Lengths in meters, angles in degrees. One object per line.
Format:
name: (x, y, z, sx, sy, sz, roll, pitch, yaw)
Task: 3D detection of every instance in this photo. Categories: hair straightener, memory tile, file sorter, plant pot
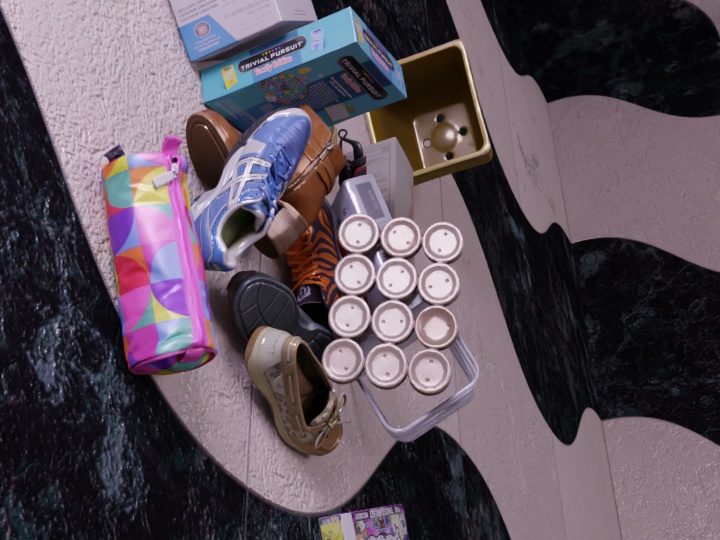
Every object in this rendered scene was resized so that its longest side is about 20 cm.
hair straightener: (-0.018, -0.095, 1.324, 0.040, 0.077, 0.204, -24, 122, -27)
memory tile: (0.039, 0.036, 1.122, 0.017, 0.150, 0.204, 70, 26, -69)
file sorter: (0.065, 0.125, 1.212, 0.126, 0.137, 0.200, 57, -3, 14)
plant pot: (0.128, -0.253, 1.731, 0.200, 0.191, 0.200, 14, 61, -73)

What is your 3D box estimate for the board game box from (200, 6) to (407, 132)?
board game box: (-0.064, -0.219, 1.168, 0.151, 0.197, 0.048, 31, 45, -61)

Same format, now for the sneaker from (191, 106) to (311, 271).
sneaker: (-0.104, -0.077, 0.994, 0.202, 0.076, 0.076, -56, 136, -15)

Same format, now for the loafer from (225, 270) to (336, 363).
loafer: (-0.097, 0.053, 1.097, 0.063, 0.072, 0.200, 36, -7, 37)

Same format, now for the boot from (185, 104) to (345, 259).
boot: (-0.096, -0.133, 1.096, 0.156, 0.076, 0.201, -54, 126, -27)

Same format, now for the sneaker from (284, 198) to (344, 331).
sneaker: (-0.062, -0.010, 1.190, 0.113, 0.076, 0.202, -76, 144, -56)

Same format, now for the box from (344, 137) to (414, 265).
box: (0.026, -0.091, 1.461, 0.078, 0.093, 0.203, 55, 29, -43)

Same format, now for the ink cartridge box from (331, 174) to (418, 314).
ink cartridge box: (0.000, 0.000, 1.253, 0.162, 0.046, 0.201, 66, -26, 19)

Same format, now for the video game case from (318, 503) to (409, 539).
video game case: (0.018, 0.375, 1.170, 0.199, 0.035, 0.185, 23, 55, -65)

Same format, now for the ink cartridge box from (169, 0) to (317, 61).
ink cartridge box: (-0.154, -0.361, 1.144, 0.204, 0.126, 0.125, 70, 21, -7)

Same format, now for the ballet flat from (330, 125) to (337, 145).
ballet flat: (-0.059, -0.132, 1.315, 0.201, 0.067, 0.064, -72, 155, -55)

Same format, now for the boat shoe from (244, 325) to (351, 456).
boat shoe: (-0.059, 0.139, 1.072, 0.074, 0.062, 0.201, -65, 144, -30)

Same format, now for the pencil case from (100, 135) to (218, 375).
pencil case: (-0.179, -0.010, 0.879, 0.088, 0.087, 0.204, 15, 61, -66)
